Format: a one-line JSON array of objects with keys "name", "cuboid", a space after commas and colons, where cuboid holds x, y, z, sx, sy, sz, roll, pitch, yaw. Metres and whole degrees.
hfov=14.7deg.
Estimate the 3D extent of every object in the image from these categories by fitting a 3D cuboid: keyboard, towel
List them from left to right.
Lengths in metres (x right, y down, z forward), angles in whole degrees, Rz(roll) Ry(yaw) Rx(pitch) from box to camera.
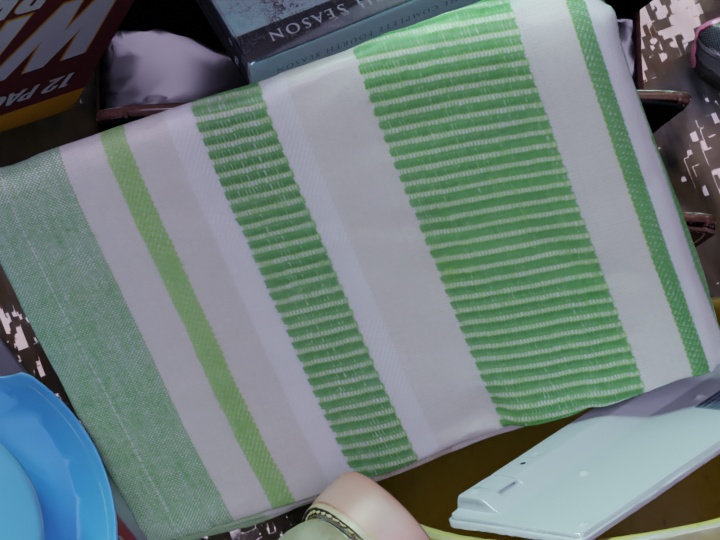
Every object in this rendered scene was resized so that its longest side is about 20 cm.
[{"name": "towel", "cuboid": [0.000, 0.000, 0.863, 0.199, 0.023, 0.153, -19, 122, 7]}, {"name": "keyboard", "cuboid": [0.113, 0.041, 0.896, 0.200, 0.056, 0.011, -29, 118, -39]}]

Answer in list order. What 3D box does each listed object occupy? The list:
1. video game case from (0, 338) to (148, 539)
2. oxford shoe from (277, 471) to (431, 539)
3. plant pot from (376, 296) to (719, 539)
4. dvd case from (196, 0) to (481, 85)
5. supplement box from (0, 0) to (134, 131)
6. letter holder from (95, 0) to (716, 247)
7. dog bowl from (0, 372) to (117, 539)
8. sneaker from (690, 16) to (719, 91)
[{"name": "video game case", "cuboid": [-0.169, 0.112, 0.908, 0.199, 0.023, 0.182, -29, 57, -23]}, {"name": "oxford shoe", "cuboid": [-0.015, 0.144, 0.905, 0.074, 0.201, 0.071, -37, 57, -25]}, {"name": "plant pot", "cuboid": [0.113, 0.110, 0.930, 0.199, 0.200, 0.143, -16, 107, -6]}, {"name": "dvd case", "cuboid": [-0.014, -0.159, 0.957, 0.145, 0.022, 0.200, -22, 58, -13]}, {"name": "supplement box", "cuboid": [-0.161, -0.157, 0.852, 0.132, 0.197, 0.201, -20, 77, -28]}, {"name": "letter holder", "cuboid": [0.010, -0.050, 0.944, 0.199, 0.142, 0.101, -2, 85, -5]}, {"name": "dog bowl", "cuboid": [-0.165, 0.055, 0.841, 0.200, 0.049, 0.112, 42, 58, -21]}, {"name": "sneaker", "cuboid": [0.179, -0.141, 1.007, 0.095, 0.079, 0.201, 22, 82, 9]}]
